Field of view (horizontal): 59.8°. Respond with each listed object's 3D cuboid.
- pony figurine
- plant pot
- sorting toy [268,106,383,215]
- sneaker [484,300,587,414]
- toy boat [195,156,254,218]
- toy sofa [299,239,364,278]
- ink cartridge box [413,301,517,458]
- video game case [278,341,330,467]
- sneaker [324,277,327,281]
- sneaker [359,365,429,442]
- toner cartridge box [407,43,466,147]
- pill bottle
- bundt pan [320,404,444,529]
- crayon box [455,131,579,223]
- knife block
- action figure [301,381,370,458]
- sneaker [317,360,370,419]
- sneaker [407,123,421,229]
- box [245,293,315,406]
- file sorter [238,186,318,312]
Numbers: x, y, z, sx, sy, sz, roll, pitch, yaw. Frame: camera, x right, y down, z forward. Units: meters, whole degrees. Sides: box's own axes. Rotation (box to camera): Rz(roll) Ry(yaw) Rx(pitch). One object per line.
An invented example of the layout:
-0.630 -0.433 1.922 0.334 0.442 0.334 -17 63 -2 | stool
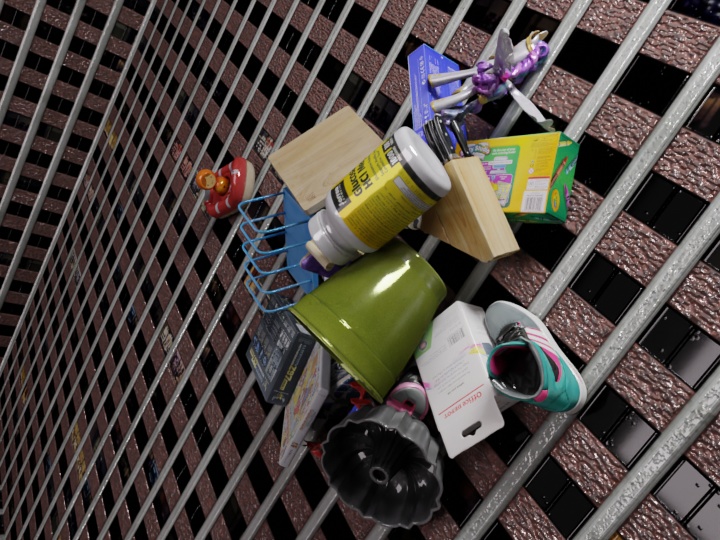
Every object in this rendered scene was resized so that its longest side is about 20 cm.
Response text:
0.207 -0.292 0.965 0.197 0.167 0.195 -22 35 20 | pony figurine
0.025 0.060 0.953 0.193 0.201 0.200 -45 41 -8 | plant pot
-0.054 -0.204 1.238 0.198 0.070 0.199 -33 49 -4 | sorting toy
0.208 0.109 0.853 0.084 0.120 0.201 -55 43 20 | sneaker
-0.359 -0.220 1.603 0.198 0.129 0.133 -18 65 44 | toy boat
0.000 0.000 1.066 0.098 0.199 0.083 -56 41 8 | toy sofa
0.158 0.164 0.933 0.117 0.067 0.202 -42 48 33 | ink cartridge box
-0.101 0.229 1.164 0.201 0.023 0.184 -95 30 -64 | video game case
-0.031 -0.011 1.208 0.202 0.074 0.087 -63 36 13 | sneaker
0.060 0.235 1.034 0.201 0.078 0.096 -59 5 34 | sneaker
0.134 -0.281 1.085 0.043 0.094 0.204 -23 60 44 | toner cartridge box
0.022 -0.099 0.897 0.199 0.112 0.114 -38 51 21 | pill bottle
0.042 0.291 0.962 0.199 0.076 0.205 11 117 21 | bundt pan
0.225 -0.139 0.962 0.198 0.058 0.121 7 83 50 | crayon box
0.153 -0.129 0.924 0.199 0.063 0.178 32 125 42 | knife block
-0.049 0.285 1.084 0.066 0.097 0.203 -90 10 -62 | action figure
-0.031 0.193 1.133 0.199 0.076 0.086 -40 44 37 | sneaker
0.074 -0.171 1.129 0.128 0.079 0.203 -2 86 39 | sneaker
-0.168 0.159 1.296 0.160 0.050 0.200 -64 29 10 | box
-0.167 -0.038 1.265 0.139 0.121 0.203 45 143 45 | file sorter
